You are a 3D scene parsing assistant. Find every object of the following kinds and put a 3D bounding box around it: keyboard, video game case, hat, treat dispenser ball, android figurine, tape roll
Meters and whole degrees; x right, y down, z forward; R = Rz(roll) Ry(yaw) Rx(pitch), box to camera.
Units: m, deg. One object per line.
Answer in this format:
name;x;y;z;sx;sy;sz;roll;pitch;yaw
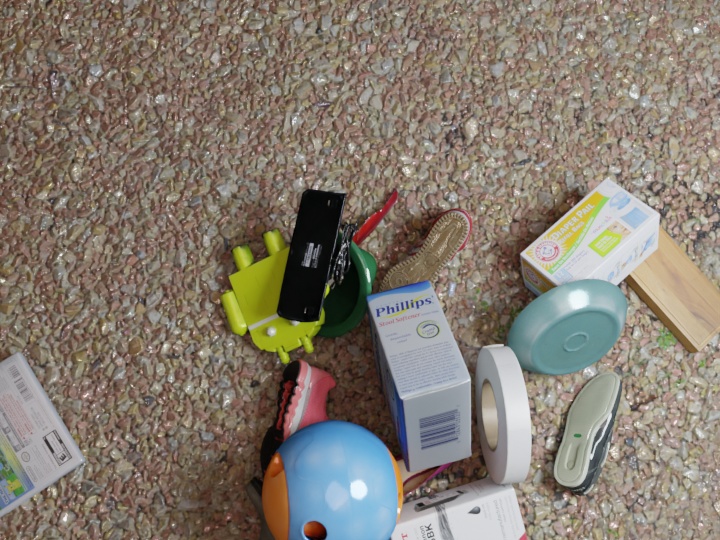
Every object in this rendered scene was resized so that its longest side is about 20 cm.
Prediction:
keyboard;-0.057;-0.018;1.259;0.103;0.040;0.202;10;85;26
video game case;-0.549;0.258;1.278;0.182;0.022;0.201;-33;84;-9
hat;0.000;0.000;1.362;0.166;0.175;0.200;53;123;16
treat dispenser ball;-0.039;0.314;1.180;0.199;0.201;0.203;1;79;-4
android figurine;-0.132;0.043;1.310;0.181;0.041;0.202;-22;83;20
tape roll;0.209;0.213;1.248;0.037;0.203;0.205;-4;80;-4

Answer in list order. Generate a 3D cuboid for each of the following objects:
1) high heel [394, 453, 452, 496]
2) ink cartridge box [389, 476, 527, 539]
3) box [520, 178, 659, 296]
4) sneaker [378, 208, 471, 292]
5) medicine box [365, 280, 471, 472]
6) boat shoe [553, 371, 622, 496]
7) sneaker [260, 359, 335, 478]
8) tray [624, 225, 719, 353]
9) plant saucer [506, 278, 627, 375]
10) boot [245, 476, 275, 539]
high heel;0.060;0.313;1.272;0.200;0.096;0.068;-38;85;-10
ink cartridge box;0.144;0.411;1.255;0.198;0.083;0.148;-16;93;-7
box;0.364;-0.030;1.335;0.200;0.102;0.112;-40;56;-10
sneaker;0.111;-0.020;1.360;0.071;0.112;0.200;42;110;2
medicine box;0.085;0.153;1.221;0.102;0.183;0.201;-14;44;-6
boat shoe;0.368;0.257;1.330;0.068;0.072;0.201;38;69;-33
sneaker;-0.090;0.243;1.288;0.086;0.074;0.202;18;88;-27
tray;0.518;0.027;1.387;0.098;0.037;0.200;-40;85;-10
plant saucer;0.324;0.099;1.287;0.198;0.201;0.036;-13;44;-6
boot;-0.148;0.425;1.256;0.130;0.068;0.201;-34;82;-3
